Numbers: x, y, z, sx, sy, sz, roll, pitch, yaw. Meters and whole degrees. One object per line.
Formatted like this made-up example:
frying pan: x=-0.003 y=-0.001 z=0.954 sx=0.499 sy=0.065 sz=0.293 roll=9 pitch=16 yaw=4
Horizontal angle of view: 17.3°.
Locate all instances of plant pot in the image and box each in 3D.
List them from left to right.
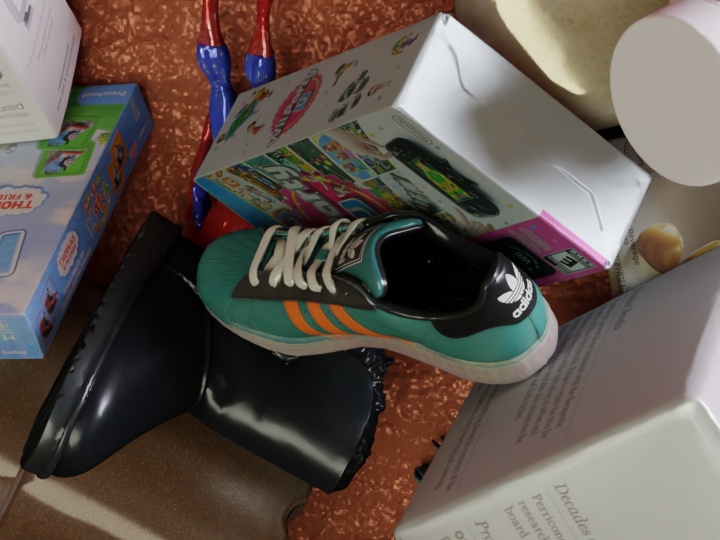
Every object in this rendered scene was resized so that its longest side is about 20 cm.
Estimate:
plant pot: x=-0.137 y=0.122 z=1.350 sx=0.197 sy=0.200 sz=0.201 roll=28 pitch=115 yaw=-2

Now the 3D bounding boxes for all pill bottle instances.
pill bottle: x=0.215 y=-0.112 z=1.125 sx=0.111 sy=0.199 sz=0.112 roll=30 pitch=133 yaw=38

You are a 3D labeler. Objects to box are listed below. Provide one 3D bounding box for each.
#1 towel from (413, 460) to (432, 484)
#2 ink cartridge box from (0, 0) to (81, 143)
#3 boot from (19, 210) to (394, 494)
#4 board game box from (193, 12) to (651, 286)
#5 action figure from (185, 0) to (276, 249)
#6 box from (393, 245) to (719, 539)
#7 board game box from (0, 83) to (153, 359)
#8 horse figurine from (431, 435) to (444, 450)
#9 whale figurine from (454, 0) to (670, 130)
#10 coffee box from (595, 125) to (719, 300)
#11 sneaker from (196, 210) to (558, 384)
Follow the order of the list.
towel: x=0.073 y=0.196 z=1.305 sx=0.022 sy=0.200 sz=0.148 roll=-19 pitch=103 yaw=-6
ink cartridge box: x=-0.257 y=-0.155 z=1.279 sx=0.145 sy=0.083 sz=0.200 roll=-4 pitch=146 yaw=16
boot: x=-0.073 y=0.069 z=1.251 sx=0.167 sy=0.201 sz=0.077 roll=30 pitch=127 yaw=-5
board game box: x=0.028 y=-0.047 z=1.219 sx=0.147 sy=0.065 sz=0.200 roll=36 pitch=155 yaw=-22
action figure: x=-0.065 y=-0.072 z=1.327 sx=0.065 sy=0.052 sz=0.202 roll=11 pitch=112 yaw=18
box: x=0.155 y=0.129 z=1.156 sx=0.171 sy=0.199 sz=0.201 roll=-28 pitch=101 yaw=25
board game box: x=-0.215 y=-0.028 z=1.309 sx=0.150 sy=0.201 sz=0.037 roll=-2 pitch=131 yaw=18
horse figurine: x=0.137 y=0.163 z=1.342 sx=0.132 sy=0.050 sz=0.201 roll=-25 pitch=106 yaw=37
whale figurine: x=0.141 y=-0.160 z=1.216 sx=0.200 sy=0.104 sz=0.159 roll=-37 pitch=96 yaw=1
coffee box: x=0.196 y=0.008 z=1.253 sx=0.113 sy=0.080 sz=0.202 roll=-8 pitch=107 yaw=20
sneaker: x=0.000 y=0.000 z=1.183 sx=0.199 sy=0.072 sz=0.080 roll=8 pitch=149 yaw=25
